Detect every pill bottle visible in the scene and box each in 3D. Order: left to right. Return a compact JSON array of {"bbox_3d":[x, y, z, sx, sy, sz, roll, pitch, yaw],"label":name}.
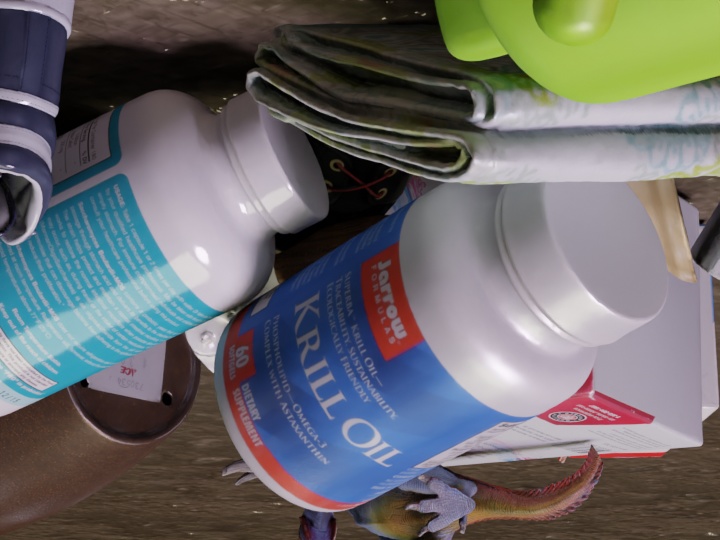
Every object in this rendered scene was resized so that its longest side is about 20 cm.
[{"bbox_3d":[-0.118,-0.015,0.982,0.200,0.111,0.111,-24,157,15],"label":"pill bottle"},{"bbox_3d":[0.036,0.025,0.931,0.112,0.112,0.200,15,143,-42],"label":"pill bottle"}]

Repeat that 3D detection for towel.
[{"bbox_3d":[0.076,-0.068,0.848,0.200,0.048,0.171,-4,-164,-33],"label":"towel"}]

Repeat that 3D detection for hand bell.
[{"bbox_3d":[0.054,-0.024,1.002,0.200,0.104,0.104,-12,162,9],"label":"hand bell"}]

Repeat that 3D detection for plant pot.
[{"bbox_3d":[-0.189,0.062,1.200,0.187,0.187,0.200,13,163,-38],"label":"plant pot"}]

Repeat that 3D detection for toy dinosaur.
[{"bbox_3d":[0.025,0.149,1.200,0.200,0.105,0.181,-8,-172,-9],"label":"toy dinosaur"}]

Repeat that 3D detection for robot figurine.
[{"bbox_3d":[0.114,-0.123,0.685,0.200,0.116,0.175,-12,175,40],"label":"robot figurine"}]

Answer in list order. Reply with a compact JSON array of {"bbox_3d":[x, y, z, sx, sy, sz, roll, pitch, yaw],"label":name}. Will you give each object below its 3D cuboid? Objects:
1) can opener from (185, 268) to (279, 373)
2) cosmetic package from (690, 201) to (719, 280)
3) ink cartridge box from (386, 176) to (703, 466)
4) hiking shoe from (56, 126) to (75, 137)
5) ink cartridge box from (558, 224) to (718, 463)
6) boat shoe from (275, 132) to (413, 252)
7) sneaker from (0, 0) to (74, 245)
[{"bbox_3d":[0.000,0.000,1.069,0.200,0.053,0.066,-19,-158,7],"label":"can opener"},{"bbox_3d":[0.226,-0.008,0.989,0.113,0.081,0.200,32,-176,6],"label":"cosmetic package"},{"bbox_3d":[0.074,0.027,1.165,0.200,0.145,0.145,-9,161,31],"label":"ink cartridge box"},{"bbox_3d":[-0.117,-0.019,1.095,0.200,0.087,0.074,12,144,-44],"label":"hiking shoe"},{"bbox_3d":[0.169,0.052,1.304,0.067,0.116,0.200,1,165,-4],"label":"ink cartridge box"},{"bbox_3d":[0.001,-0.059,1.024,0.074,0.063,0.201,9,161,-18],"label":"boat shoe"},{"bbox_3d":[-0.196,-0.058,0.939,0.070,0.109,0.200,12,161,-33],"label":"sneaker"}]
